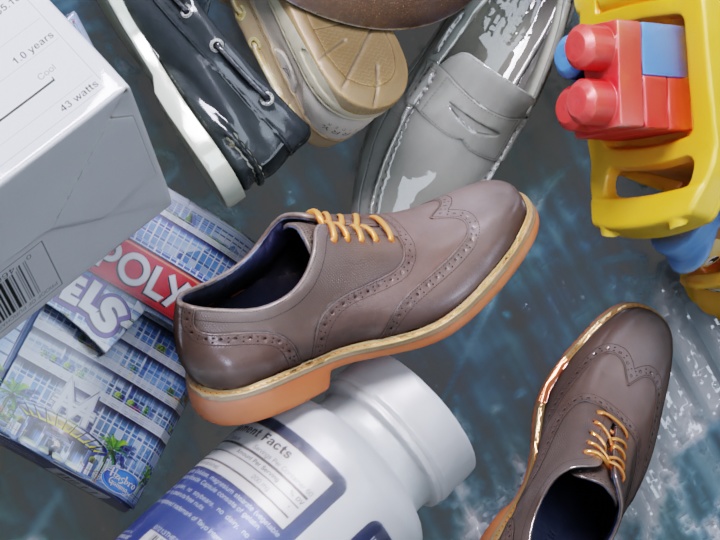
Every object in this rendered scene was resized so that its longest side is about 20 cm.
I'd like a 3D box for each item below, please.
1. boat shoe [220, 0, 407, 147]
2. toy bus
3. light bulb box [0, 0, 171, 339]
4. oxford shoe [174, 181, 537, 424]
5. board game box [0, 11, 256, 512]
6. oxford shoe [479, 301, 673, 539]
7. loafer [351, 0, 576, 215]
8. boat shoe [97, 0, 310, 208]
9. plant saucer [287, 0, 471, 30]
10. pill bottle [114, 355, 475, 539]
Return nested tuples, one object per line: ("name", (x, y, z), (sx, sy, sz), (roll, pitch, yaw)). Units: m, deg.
("boat shoe", (-0.045, -0.153, 1.483), (0.074, 0.069, 0.200), (-7, 66, -35))
("toy bus", (0.175, -0.067, 1.493), (0.192, 0.136, 0.201), (-3, 88, -39))
("light bulb box", (-0.229, -0.064, 1.334), (0.198, 0.125, 0.200), (-38, 67, -12))
("oxford shoe", (0.000, 0.000, 1.425), (0.200, 0.071, 0.073), (-30, 127, -20))
("board game box", (-0.150, -0.014, 1.442), (0.200, 0.062, 0.200), (30, 77, -14))
("oxford shoe", (0.124, 0.101, 1.515), (0.071, 0.073, 0.200), (30, 67, -13))
("loafer", (0.055, -0.091, 1.514), (0.070, 0.070, 0.200), (28, 77, -15))
("boat shoe", (-0.090, -0.130, 1.444), (0.066, 0.075, 0.200), (-30, 72, -4))
("plant saucer", (-0.008, -0.214, 1.478), (0.200, 0.032, 0.201), (15, 54, -22))
("pill bottle", (-0.041, 0.134, 1.441), (0.200, 0.111, 0.111), (-42, 99, -17))
